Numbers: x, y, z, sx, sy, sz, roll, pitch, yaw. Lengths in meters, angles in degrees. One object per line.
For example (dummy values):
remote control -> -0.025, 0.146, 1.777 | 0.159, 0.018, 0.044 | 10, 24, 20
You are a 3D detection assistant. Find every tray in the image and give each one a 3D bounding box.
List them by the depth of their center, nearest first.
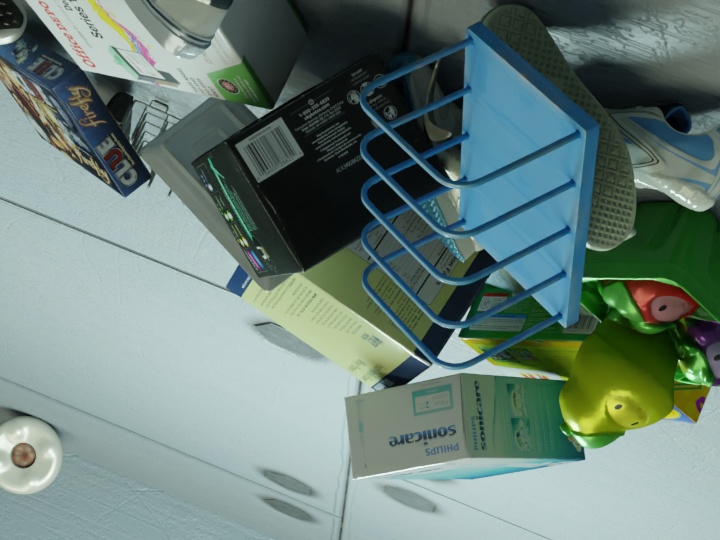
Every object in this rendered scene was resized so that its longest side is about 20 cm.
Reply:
tray -> -0.104, -0.080, 1.681 | 0.200, 0.107, 0.022 | 46, 167, 25

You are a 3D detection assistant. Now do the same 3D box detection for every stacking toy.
stacking toy -> -0.628, 0.346, 3.554 | 0.146, 0.146, 0.200 | 24, 179, 0

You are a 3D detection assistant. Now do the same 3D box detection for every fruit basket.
fruit basket -> 0.260, 0.065, 1.613 | 0.155, 0.216, 0.216 | 1, 151, 48

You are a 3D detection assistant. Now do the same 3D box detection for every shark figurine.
shark figurine -> 0.117, -0.091, 1.526 | 0.214, 0.090, 0.128 | 33, 157, -18

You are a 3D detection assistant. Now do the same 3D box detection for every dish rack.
dish rack -> -0.174, -0.105, 1.888 | 0.200, 0.055, 0.153 | 24, 162, -1

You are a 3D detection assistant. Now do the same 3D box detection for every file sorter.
file sorter -> 0.077, -0.047, 1.358 | 0.139, 0.123, 0.200 | 47, 153, 36

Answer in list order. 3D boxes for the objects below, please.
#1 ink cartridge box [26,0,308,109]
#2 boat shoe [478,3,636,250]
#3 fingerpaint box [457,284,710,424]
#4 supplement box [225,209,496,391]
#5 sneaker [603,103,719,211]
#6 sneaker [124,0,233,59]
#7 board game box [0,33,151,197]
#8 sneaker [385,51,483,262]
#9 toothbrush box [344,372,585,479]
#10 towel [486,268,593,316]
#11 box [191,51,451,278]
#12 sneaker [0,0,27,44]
ink cartridge box -> -0.165, -0.218, 1.531 | 0.200, 0.084, 0.145 | 14, 158, 26
boat shoe -> 0.144, -0.106, 1.401 | 0.200, 0.075, 0.062 | 60, 163, -3
fingerpaint box -> 0.229, 0.080, 1.880 | 0.167, 0.073, 0.200 | 38, 157, -33
supplement box -> 0.000, 0.000, 1.785 | 0.200, 0.134, 0.200 | 35, 163, -2
sneaker -> 0.213, -0.101, 1.448 | 0.200, 0.073, 0.072 | 24, 170, 47
sneaker -> -0.166, -0.252, 1.408 | 0.200, 0.071, 0.073 | 48, -157, 11
board game box -> -0.285, -0.157, 1.761 | 0.200, 0.035, 0.136 | 32, 158, 52
sneaker -> 0.076, -0.106, 1.570 | 0.077, 0.081, 0.200 | 47, 165, 53
toothbrush box -> 0.103, 0.156, 1.822 | 0.146, 0.085, 0.200 | -15, 167, 38
towel -> 0.144, -0.017, 1.740 | 0.200, 0.022, 0.147 | 17, 157, 44
box -> -0.038, -0.082, 1.541 | 0.124, 0.149, 0.200 | 59, 169, -5
sneaker -> -0.385, -0.248, 1.752 | 0.200, 0.075, 0.081 | 15, 173, 29
